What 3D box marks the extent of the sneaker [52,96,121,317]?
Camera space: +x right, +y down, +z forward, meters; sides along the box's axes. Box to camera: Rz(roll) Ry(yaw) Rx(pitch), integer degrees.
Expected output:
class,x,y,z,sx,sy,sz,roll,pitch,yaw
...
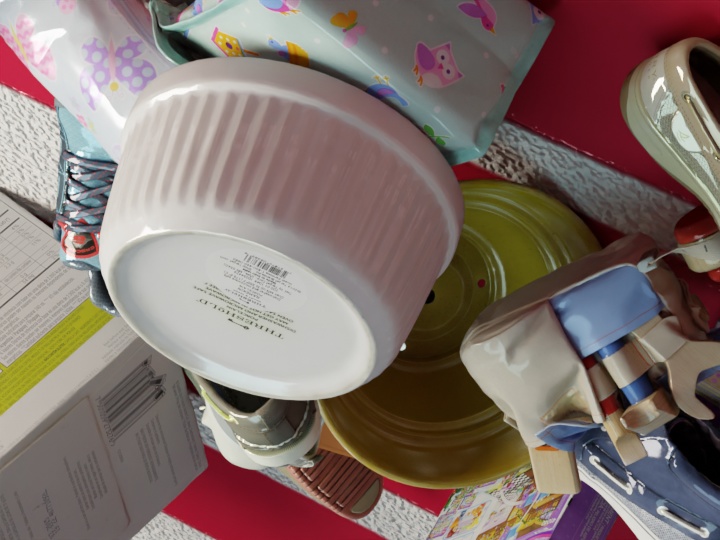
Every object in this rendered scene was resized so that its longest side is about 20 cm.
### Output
class,x,y,z,sx,sy,sz,roll,pitch,yaw
sneaker,-0.164,-0.043,1.845,0.079,0.096,0.200,15,145,26

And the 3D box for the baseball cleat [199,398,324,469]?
class,x,y,z,sx,sy,sz,roll,pitch,yaw
baseball cleat,-0.075,0.039,1.769,0.106,0.070,0.201,-2,125,37

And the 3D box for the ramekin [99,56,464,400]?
class,x,y,z,sx,sy,sz,roll,pitch,yaw
ramekin,-0.051,-0.015,1.534,0.199,0.105,0.201,15,147,10

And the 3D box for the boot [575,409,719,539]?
class,x,y,z,sx,sy,sz,roll,pitch,yaw
boot,0.171,0.099,1.748,0.200,0.073,0.091,42,143,18

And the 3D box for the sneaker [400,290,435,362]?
class,x,y,z,sx,sy,sz,roll,pitch,yaw
sneaker,0.000,0.001,1.787,0.115,0.081,0.200,11,150,26

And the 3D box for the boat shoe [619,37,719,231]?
class,x,y,z,sx,sy,sz,roll,pitch,yaw
boat shoe,0.230,-0.048,1.509,0.200,0.072,0.065,45,149,-9

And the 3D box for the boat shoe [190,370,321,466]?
class,x,y,z,sx,sy,sz,roll,pitch,yaw
boat shoe,-0.083,0.022,1.658,0.202,0.072,0.060,63,-178,31

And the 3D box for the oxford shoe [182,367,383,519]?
class,x,y,z,sx,sy,sz,roll,pitch,yaw
oxford shoe,-0.061,0.099,1.990,0.200,0.071,0.074,51,153,-13

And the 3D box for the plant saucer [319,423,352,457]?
class,x,y,z,sx,sy,sz,roll,pitch,yaw
plant saucer,0.012,0.100,1.872,0.199,0.038,0.200,14,167,3

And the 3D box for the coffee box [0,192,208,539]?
class,x,y,z,sx,sy,sz,roll,pitch,yaw
coffee box,-0.259,0.101,1.998,0.197,0.200,0.200,33,153,29

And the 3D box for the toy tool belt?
class,x,y,z,sx,sy,sz,roll,pitch,yaw
toy tool belt,0.165,0.048,1.623,0.199,0.125,0.123,-27,100,22

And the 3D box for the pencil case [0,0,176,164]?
class,x,y,z,sx,sy,sz,roll,pitch,yaw
pencil case,-0.144,-0.122,1.673,0.200,0.083,0.091,46,147,19

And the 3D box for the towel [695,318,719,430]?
class,x,y,z,sx,sy,sz,roll,pitch,yaw
towel,0.263,0.102,1.735,0.143,0.023,0.200,30,150,4

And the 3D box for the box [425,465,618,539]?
class,x,y,z,sx,sy,sz,roll,pitch,yaw
box,0.102,0.184,1.885,0.039,0.137,0.200,41,149,-14

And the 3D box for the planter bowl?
class,x,y,z,sx,sy,sz,roll,pitch,yaw
planter bowl,0.053,0.028,1.715,0.201,0.200,0.083,49,180,-25

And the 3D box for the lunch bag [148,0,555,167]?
class,x,y,z,sx,sy,sz,roll,pitch,yaw
lunch bag,-0.019,-0.128,1.571,0.170,0.122,0.200,37,154,-19
